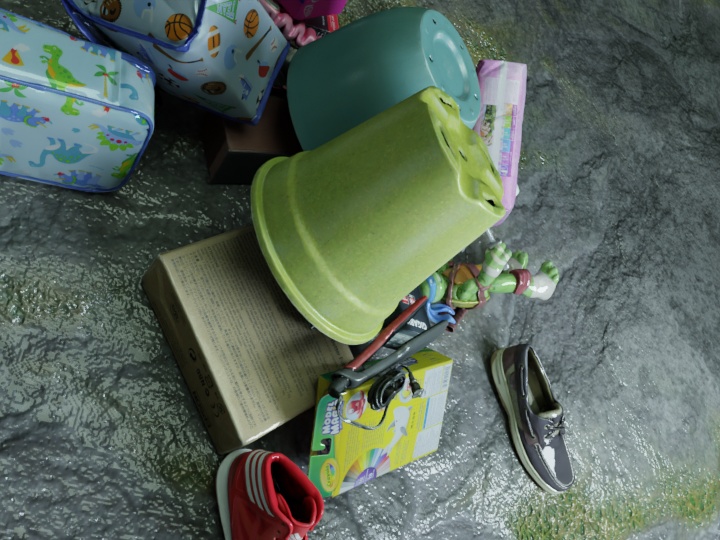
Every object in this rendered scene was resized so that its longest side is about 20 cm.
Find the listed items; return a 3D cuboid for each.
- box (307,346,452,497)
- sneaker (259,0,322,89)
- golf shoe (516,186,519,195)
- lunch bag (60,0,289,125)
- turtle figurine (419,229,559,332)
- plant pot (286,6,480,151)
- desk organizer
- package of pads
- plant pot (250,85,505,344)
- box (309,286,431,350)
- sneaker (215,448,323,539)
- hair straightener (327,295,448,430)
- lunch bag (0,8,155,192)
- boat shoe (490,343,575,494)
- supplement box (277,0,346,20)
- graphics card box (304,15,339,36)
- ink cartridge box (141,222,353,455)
[{"bbox_3d":[0.015,0.159,0.721,0.197,0.048,0.121,-7,111,-47],"label":"box"},{"bbox_3d":[-0.080,-0.263,0.875,0.198,0.096,0.080,37,21,-21],"label":"sneaker"},{"bbox_3d":[0.199,-0.206,1.021,0.204,0.090,0.075,63,21,4],"label":"golf shoe"},{"bbox_3d":[-0.200,-0.247,0.691,0.196,0.170,0.127,23,83,17],"label":"lunch bag"},{"bbox_3d":[0.164,-0.028,0.894,0.189,0.143,0.206,4,71,-31],"label":"turtle figurine"},{"bbox_3d":[0.039,-0.196,0.761,0.199,0.158,0.206,28,53,-44],"label":"plant pot"},{"bbox_3d":[-0.090,-0.157,0.826,0.196,0.071,0.079,-4,69,-35],"label":"desk organizer"},{"bbox_3d":[0.179,-0.170,0.927,0.073,0.121,0.206,6,84,2],"label":"package of pads"},{"bbox_3d":[0.029,-0.063,0.632,0.200,0.182,0.204,41,32,-33],"label":"plant pot"},{"bbox_3d":[0.000,0.000,0.774,0.198,0.045,0.163,22,46,-52],"label":"box"},{"bbox_3d":[-0.078,0.266,0.614,0.077,0.115,0.205,-12,83,-36],"label":"sneaker"},{"bbox_3d":[0.037,0.096,0.672,0.077,0.041,0.199,46,37,9],"label":"hair straightener"},{"bbox_3d":[-0.301,-0.149,0.625,0.196,0.160,0.085,9,59,-32],"label":"lunch bag"},{"bbox_3d":[0.238,0.195,0.895,0.071,0.064,0.205,-13,78,-38],"label":"boat shoe"},{"bbox_3d":[-0.094,-0.423,0.839,0.200,0.102,0.103,46,41,9],"label":"supplement box"},{"bbox_3d":[-0.125,-0.378,0.911,0.195,0.051,0.129,5,67,-31],"label":"graphics card box"},{"bbox_3d":[-0.112,0.061,0.712,0.162,0.075,0.204,-21,82,-39],"label":"ink cartridge box"}]
